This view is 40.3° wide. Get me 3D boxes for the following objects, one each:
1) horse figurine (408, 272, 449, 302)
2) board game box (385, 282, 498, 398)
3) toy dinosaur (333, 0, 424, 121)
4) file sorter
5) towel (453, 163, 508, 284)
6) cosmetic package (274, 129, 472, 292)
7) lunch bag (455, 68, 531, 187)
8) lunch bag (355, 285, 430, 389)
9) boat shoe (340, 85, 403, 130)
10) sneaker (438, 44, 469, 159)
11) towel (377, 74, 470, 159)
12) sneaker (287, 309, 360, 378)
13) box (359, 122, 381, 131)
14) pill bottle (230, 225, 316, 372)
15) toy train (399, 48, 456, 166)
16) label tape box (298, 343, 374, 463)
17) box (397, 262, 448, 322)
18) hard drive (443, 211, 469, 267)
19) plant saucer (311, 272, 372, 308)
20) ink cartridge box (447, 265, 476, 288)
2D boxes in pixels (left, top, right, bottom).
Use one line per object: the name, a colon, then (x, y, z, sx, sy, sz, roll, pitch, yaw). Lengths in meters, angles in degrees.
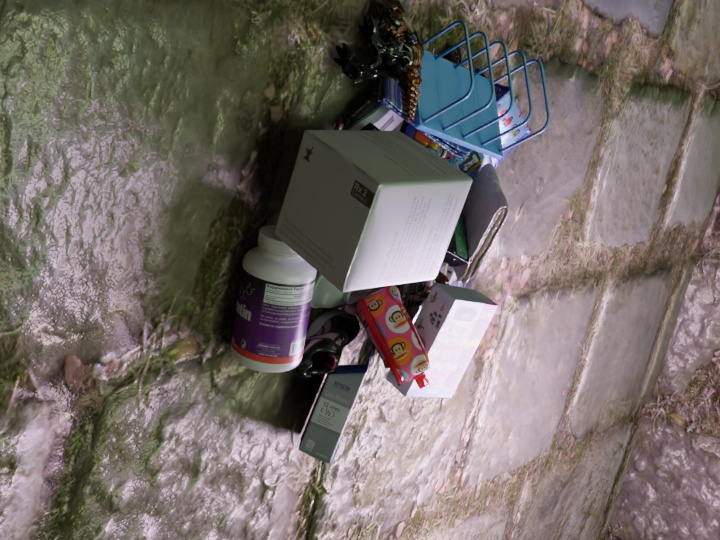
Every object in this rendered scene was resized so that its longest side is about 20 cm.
horse figurine: (0.121, 0.088, 1.814, 0.132, 0.050, 0.202, 14, 102, -54)
board game box: (0.150, 0.130, 1.786, 0.146, 0.064, 0.202, 9, 113, -49)
toy dinosaur: (0.049, -0.321, 1.451, 0.134, 0.201, 0.103, -1, 137, -36)
file sorter: (0.188, -0.282, 1.534, 0.198, 0.122, 0.141, 13, 65, -41)
towel: (0.212, -0.085, 1.817, 0.034, 0.134, 0.201, 8, 131, -19)
cosmetic package: (0.017, -0.089, 1.376, 0.198, 0.164, 0.167, -7, 125, -44)
lunch bag: (0.202, -0.238, 1.802, 0.201, 0.094, 0.150, -51, 147, -1)
lunch bag: (0.062, 0.116, 1.635, 0.081, 0.178, 0.200, -29, 176, -1)
boat shoe: (0.008, -0.229, 1.536, 0.200, 0.056, 0.069, -44, 151, -27)
sneaker: (0.146, -0.290, 1.688, 0.081, 0.073, 0.203, 92, 8, -89)
towel: (0.110, -0.281, 1.555, 0.199, 0.024, 0.147, 29, 57, -36)
sneaker: (-0.060, 0.135, 1.633, 0.199, 0.086, 0.081, -28, 133, -45)
box: (-0.021, -0.108, 1.520, 0.160, 0.043, 0.201, -39, 151, -19)
pill bottle: (-0.127, 0.041, 1.456, 0.112, 0.111, 0.203, -13, 120, -51)
toy train: (0.130, -0.251, 1.627, 0.114, 0.085, 0.202, 24, 89, -13)
label tape box: (-0.039, 0.213, 1.675, 0.143, 0.065, 0.203, -122, -128, -89)
box: (0.104, 0.014, 1.830, 0.160, 0.049, 0.203, -21, 127, -47)
hard drive: (0.125, -0.099, 1.731, 0.199, 0.037, 0.142, 23, 58, -52)
plant saucer: (0.000, 0.000, 1.598, 0.200, 0.050, 0.201, -41, 164, -14)
ink cartridge box: (0.217, -0.044, 1.966, 0.099, 0.039, 0.202, 26, 87, -56)
